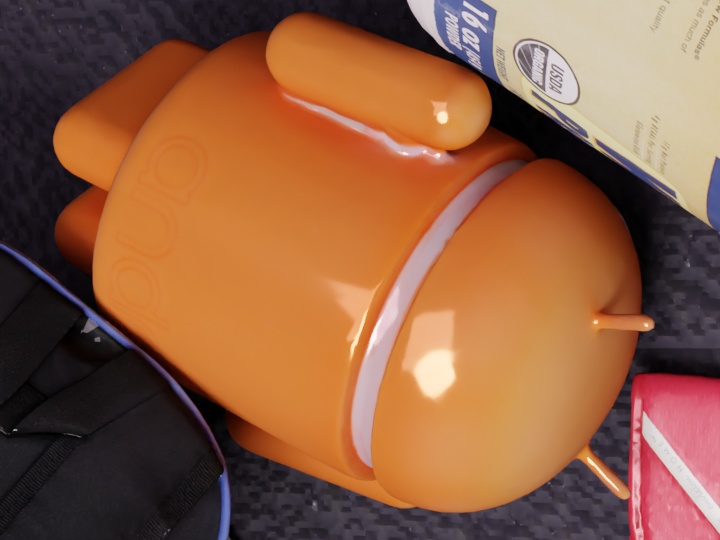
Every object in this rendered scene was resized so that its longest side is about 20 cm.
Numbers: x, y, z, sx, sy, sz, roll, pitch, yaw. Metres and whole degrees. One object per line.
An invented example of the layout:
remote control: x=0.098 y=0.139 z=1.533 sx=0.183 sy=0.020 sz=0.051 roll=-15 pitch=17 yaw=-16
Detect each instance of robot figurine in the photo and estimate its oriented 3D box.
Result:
robot figurine: x=0.000 y=0.001 z=0.766 sx=0.200 sy=0.117 sz=0.144 roll=27 pitch=97 yaw=23

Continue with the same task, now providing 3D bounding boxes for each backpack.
backpack: x=-0.149 y=0.095 z=0.764 sx=0.183 sy=0.147 sz=0.200 roll=42 pitch=72 yaw=4

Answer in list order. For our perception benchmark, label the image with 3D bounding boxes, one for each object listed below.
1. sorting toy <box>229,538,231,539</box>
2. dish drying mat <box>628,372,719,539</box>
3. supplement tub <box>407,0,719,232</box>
sorting toy: x=-0.086 y=0.173 z=0.851 sx=0.180 sy=0.107 sz=0.200 roll=-49 pitch=63 yaw=11
dish drying mat: x=0.173 y=0.077 z=0.737 sx=0.200 sy=0.018 sz=0.077 roll=6 pitch=99 yaw=27
supplement tub: x=0.126 y=-0.076 z=0.669 sx=0.200 sy=0.144 sz=0.144 roll=36 pitch=112 yaw=20
